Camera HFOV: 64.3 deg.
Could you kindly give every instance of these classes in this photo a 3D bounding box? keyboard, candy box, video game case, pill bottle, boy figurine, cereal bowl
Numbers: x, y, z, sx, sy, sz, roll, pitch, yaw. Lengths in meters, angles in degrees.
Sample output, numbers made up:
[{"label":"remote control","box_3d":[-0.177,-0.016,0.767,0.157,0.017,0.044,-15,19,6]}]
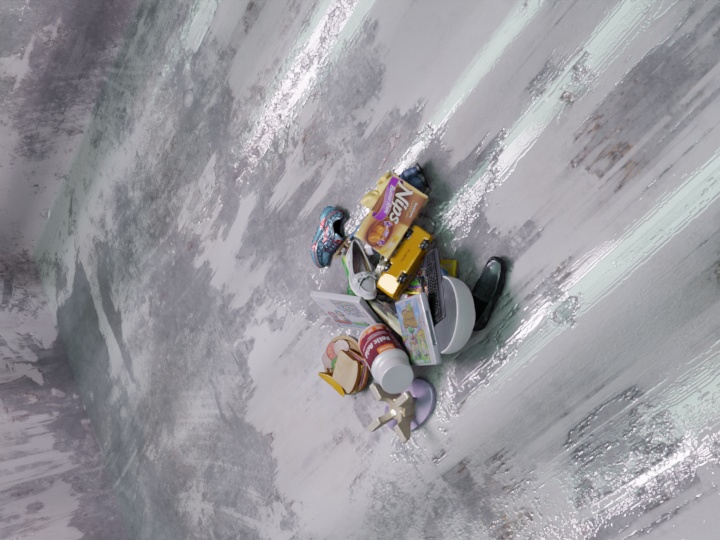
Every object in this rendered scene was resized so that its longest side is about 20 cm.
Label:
[{"label":"keyboard","box_3d":[0.184,0.050,1.516,0.127,0.020,0.203,125,148,-57]},{"label":"candy box","box_3d":[0.087,-0.146,1.576,0.116,0.056,0.202,34,94,9]},{"label":"video game case","box_3d":[0.151,0.162,1.537,0.200,0.022,0.186,147,112,-72]},{"label":"pill bottle","box_3d":[0.071,0.247,1.620,0.116,0.112,0.200,-66,26,18]},{"label":"boy figurine","box_3d":[0.096,-0.225,1.641,0.198,0.064,0.126,-28,73,12]},{"label":"cereal bowl","box_3d":[0.239,0.116,1.483,0.200,0.082,0.204,-175,90,-72]},{"label":"video game case","box_3d":[-0.034,0.129,1.735,0.197,0.183,0.024,6,57,40]},{"label":"candy box","box_3d":[0.174,0.018,1.610,0.197,0.026,0.104,3,80,26]}]

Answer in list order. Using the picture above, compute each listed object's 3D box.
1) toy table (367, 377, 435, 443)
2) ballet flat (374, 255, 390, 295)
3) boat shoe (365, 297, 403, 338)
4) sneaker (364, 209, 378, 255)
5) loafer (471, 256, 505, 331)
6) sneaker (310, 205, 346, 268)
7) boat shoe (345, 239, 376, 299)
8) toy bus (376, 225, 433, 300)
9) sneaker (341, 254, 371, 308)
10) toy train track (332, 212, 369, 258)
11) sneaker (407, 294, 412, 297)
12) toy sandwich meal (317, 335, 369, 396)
[{"label":"toy table","box_3d":[0.112,0.393,1.640,0.184,0.116,0.202,45,118,31]},{"label":"ballet flat","box_3d":[0.078,-0.021,1.694,0.067,0.075,0.204,24,105,39]},{"label":"boat shoe","box_3d":[0.091,0.123,1.679,0.201,0.072,0.066,44,88,14]},{"label":"sneaker","box_3d":[0.078,-0.135,1.676,0.107,0.070,0.203,-8,52,24]},{"label":"loafer","box_3d":[0.324,0.062,1.491,0.067,0.070,0.204,24,105,34]},{"label":"sneaker","box_3d":[-0.098,-0.100,1.841,0.095,0.079,0.204,21,103,36]},{"label":"boat shoe","box_3d":[0.001,-0.001,1.685,0.065,0.073,0.204,101,161,-45]},{"label":"toy bus","box_3d":[0.127,-0.020,1.581,0.065,0.078,0.202,35,95,28]},{"label":"sneaker","box_3d":[-0.019,0.043,1.777,0.083,0.074,0.203,-34,69,30]},{"label":"toy train track","box_3d":[-0.020,-0.099,1.765,0.032,0.115,0.200,37,128,-5]},{"label":"sneaker","box_3d":[0.179,0.135,1.602,0.074,0.086,0.202,-39,65,32]},{"label":"toy sandwich meal","box_3d":[-0.057,0.305,1.810,0.203,0.070,0.210,0,90,40]}]
